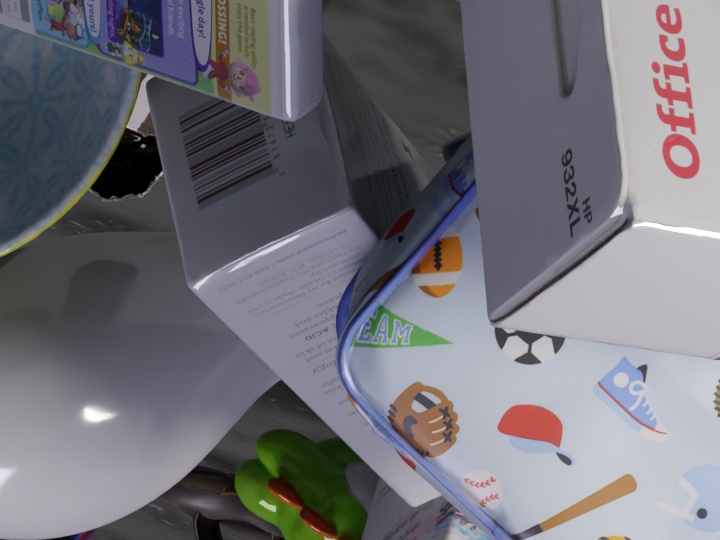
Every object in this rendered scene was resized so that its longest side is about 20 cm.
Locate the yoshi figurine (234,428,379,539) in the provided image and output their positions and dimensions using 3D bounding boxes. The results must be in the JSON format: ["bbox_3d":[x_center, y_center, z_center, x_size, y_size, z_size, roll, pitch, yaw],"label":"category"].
[{"bbox_3d":[0.029,0.146,1.314,0.200,0.112,0.112,38,153,5],"label":"yoshi figurine"}]

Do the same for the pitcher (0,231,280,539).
[{"bbox_3d":[-0.109,0.040,1.133,0.172,0.200,0.121,-21,93,61],"label":"pitcher"}]

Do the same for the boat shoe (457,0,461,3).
[{"bbox_3d":[0.037,-0.134,0.843,0.200,0.070,0.070,25,153,-14],"label":"boat shoe"}]

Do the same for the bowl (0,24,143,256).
[{"bbox_3d":[-0.173,-0.105,0.958,0.200,0.200,0.108,21,-165,-6],"label":"bowl"}]

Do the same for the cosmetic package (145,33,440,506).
[{"bbox_3d":[0.000,0.000,0.994,0.074,0.102,0.200,-25,145,15],"label":"cosmetic package"}]

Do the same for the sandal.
[{"bbox_3d":[-0.053,0.148,1.398,0.082,0.055,0.200,7,166,24],"label":"sandal"}]

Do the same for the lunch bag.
[{"bbox_3d":[0.102,0.033,0.879,0.200,0.160,0.076,40,-173,-6],"label":"lunch bag"}]

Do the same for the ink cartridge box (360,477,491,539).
[{"bbox_3d":[0.082,0.142,1.177,0.145,0.200,0.147,24,152,-11],"label":"ink cartridge box"}]

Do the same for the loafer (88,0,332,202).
[{"bbox_3d":[-0.063,-0.080,1.001,0.075,0.070,0.200,23,152,-9],"label":"loafer"}]

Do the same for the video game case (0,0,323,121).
[{"bbox_3d":[-0.091,-0.159,0.801,0.182,0.022,0.200,20,129,27],"label":"video game case"}]

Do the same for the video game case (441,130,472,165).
[{"bbox_3d":[0.129,0.017,0.982,0.182,0.022,0.200,-23,90,51],"label":"video game case"}]

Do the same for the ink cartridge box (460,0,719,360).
[{"bbox_3d":[0.136,-0.049,0.793,0.200,0.145,0.084,9,152,-26],"label":"ink cartridge box"}]

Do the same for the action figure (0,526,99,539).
[{"bbox_3d":[-0.185,0.093,1.350,0.200,0.105,0.193,-41,147,28],"label":"action figure"}]
